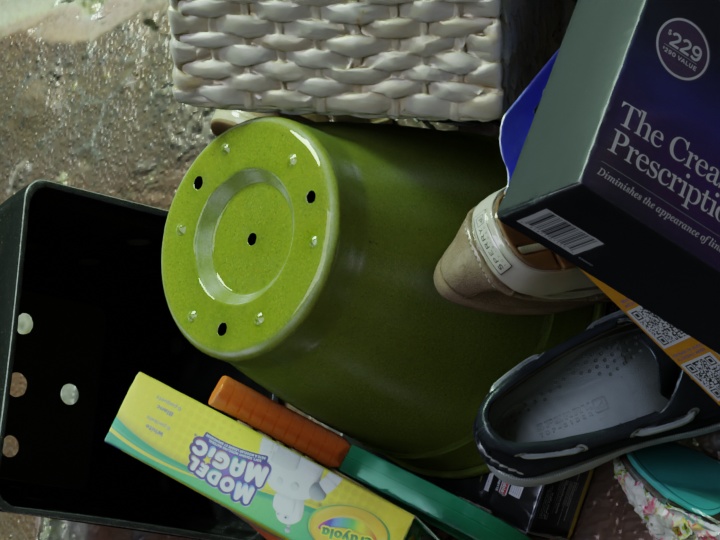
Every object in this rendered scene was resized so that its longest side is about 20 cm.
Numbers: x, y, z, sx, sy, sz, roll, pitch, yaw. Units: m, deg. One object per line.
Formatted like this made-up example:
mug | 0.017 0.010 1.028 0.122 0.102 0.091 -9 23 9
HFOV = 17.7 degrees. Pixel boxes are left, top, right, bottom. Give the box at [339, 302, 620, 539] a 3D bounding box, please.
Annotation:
box | 0.084 0.037 1.345 0.159 0.049 0.202 20 92 41

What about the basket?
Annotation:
basket | 0.006 -0.191 1.226 0.198 0.161 0.200 4 116 14

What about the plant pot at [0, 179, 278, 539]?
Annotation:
plant pot | -0.181 0.070 1.495 0.177 0.198 0.202 -11 71 52

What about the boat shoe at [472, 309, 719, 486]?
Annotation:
boat shoe | 0.153 0.055 1.210 0.199 0.060 0.076 -29 69 -2

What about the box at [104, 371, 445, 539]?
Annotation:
box | -0.034 0.127 1.272 0.199 0.117 0.049 24 83 13

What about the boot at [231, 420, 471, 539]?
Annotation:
boot | 0.004 0.164 1.372 0.199 0.107 0.075 35 78 18

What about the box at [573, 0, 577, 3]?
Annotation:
box | 0.213 -0.207 1.187 0.165 0.199 0.166 -1 77 43

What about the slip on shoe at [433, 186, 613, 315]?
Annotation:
slip on shoe | 0.121 -0.011 1.224 0.061 0.199 0.076 -41 69 40

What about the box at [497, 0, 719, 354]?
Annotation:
box | 0.183 -0.045 1.108 0.079 0.199 0.142 -24 41 58

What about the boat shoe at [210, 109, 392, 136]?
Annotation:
boat shoe | -0.032 -0.090 1.389 0.071 0.200 0.065 26 93 16

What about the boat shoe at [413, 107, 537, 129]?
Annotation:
boat shoe | 0.059 -0.113 1.395 0.199 0.075 0.062 19 80 35

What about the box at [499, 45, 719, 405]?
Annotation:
box | 0.164 -0.032 1.170 0.119 0.200 0.041 -51 10 -26

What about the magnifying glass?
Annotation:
magnifying glass | 0.007 0.113 1.274 0.023 0.199 0.080 -61 8 -8

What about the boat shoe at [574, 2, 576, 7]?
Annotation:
boat shoe | 0.125 -0.226 1.358 0.201 0.074 0.065 -53 33 -9

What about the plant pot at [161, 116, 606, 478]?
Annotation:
plant pot | 0.000 0.000 1.267 0.199 0.192 0.202 -13 69 39

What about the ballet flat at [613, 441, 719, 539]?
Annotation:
ballet flat | 0.201 0.147 1.193 0.199 0.075 0.065 26 113 47
